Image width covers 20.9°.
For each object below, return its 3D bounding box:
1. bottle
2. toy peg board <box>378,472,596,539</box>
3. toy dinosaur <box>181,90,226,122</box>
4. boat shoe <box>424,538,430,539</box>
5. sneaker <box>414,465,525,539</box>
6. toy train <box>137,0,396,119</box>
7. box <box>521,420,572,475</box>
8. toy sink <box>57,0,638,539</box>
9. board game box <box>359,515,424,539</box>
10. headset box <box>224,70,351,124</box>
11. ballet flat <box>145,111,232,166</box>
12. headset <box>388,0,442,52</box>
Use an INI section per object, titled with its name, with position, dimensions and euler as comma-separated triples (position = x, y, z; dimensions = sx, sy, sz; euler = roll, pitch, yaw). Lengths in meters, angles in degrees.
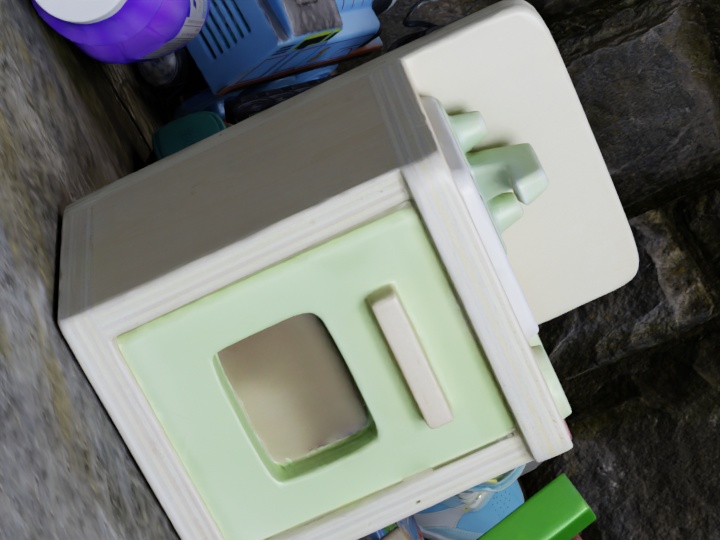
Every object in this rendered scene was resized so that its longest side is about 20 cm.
[bottle]
position = -0.117, -0.140, 0.922
dimensions = 0.084, 0.065, 0.200
euler = 63, 5, -4
[toy peg board]
position = 0.118, 0.208, 0.954
dimensions = 0.200, 0.098, 0.199
euler = 54, 0, 26
[toy dinosaur]
position = -0.055, -0.023, 1.243
dimensions = 0.199, 0.105, 0.182
euler = 17, 49, -38
[boat shoe]
position = 0.070, 0.212, 1.294
dimensions = 0.073, 0.065, 0.200
euler = 60, 6, -38
[sneaker]
position = 0.068, 0.121, 1.197
dimensions = 0.130, 0.080, 0.200
euler = 8, -25, 46
[toy train]
position = -0.049, -0.148, 1.160
dimensions = 0.200, 0.114, 0.087
euler = -23, 84, -56
[box]
position = 0.057, 0.066, 1.441
dimensions = 0.128, 0.108, 0.201
euler = 120, -51, -72
[toy sink]
position = 0.006, 0.009, 0.721
dimensions = 0.112, 0.199, 0.131
euler = -106, 172, -64
[board game box]
position = 0.028, 0.195, 1.070
dimensions = 0.200, 0.036, 0.152
euler = 23, 42, -85
[headset box]
position = 0.000, 0.000, 1.025
dimensions = 0.200, 0.092, 0.175
euler = -124, -159, -68
[ballet flat]
position = -0.064, -0.016, 0.915
dimensions = 0.200, 0.068, 0.068
euler = -100, 174, -67
[headset]
position = 0.061, -0.097, 1.130
dimensions = 0.124, 0.093, 0.201
euler = 93, -9, -58
